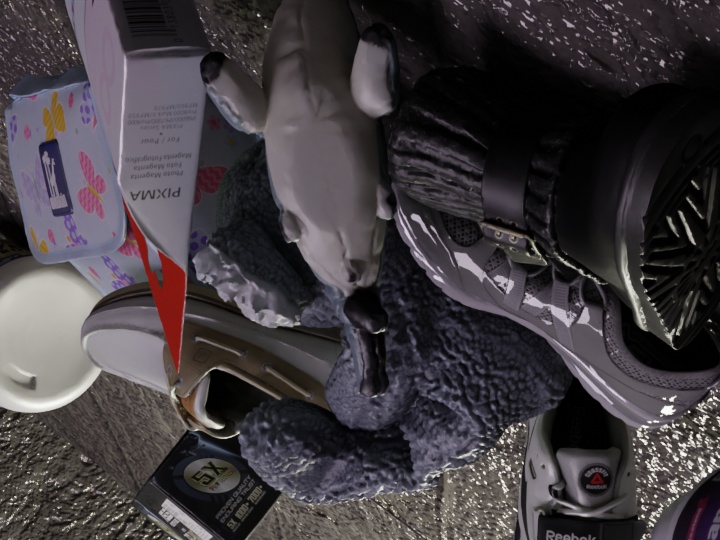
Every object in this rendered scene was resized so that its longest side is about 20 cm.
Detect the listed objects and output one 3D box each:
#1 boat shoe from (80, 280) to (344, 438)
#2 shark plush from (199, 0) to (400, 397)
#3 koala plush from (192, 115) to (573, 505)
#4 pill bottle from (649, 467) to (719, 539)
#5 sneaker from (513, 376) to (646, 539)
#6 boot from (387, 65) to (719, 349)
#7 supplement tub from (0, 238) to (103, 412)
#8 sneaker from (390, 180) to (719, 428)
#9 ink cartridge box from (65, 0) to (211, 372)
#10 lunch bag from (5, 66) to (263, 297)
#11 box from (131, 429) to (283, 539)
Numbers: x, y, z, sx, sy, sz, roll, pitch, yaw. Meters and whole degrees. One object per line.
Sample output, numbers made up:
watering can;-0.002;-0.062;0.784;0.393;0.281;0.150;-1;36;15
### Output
boat shoe;-0.085;0.057;1.452;0.200;0.068;0.075;5;141;28
shark plush;0.000;-0.043;1.176;0.083;0.091;0.200;-59;-53;-78
koala plush;0.000;0.000;1.286;0.184;0.178;0.200;-6;135;43
pill bottle;0.223;0.152;1.269;0.111;0.111;0.200;42;166;-9
sneaker;0.119;0.137;1.364;0.074;0.200;0.089;-2;158;-1
boot;0.085;-0.048;1.072;0.158;0.079;0.211;35;166;18
supplement tub;-0.332;0.046;2.285;0.144;0.144;0.200;47;164;-28
sneaker;0.105;-0.003;1.217;0.200;0.075;0.082;36;153;-15
ink cartridge box;-0.120;-0.072;1.256;0.163;0.057;0.200;-112;29;-49
lunch bag;-0.129;-0.043;1.539;0.200;0.127;0.170;48;157;-21
box;-0.089;0.136;1.909;0.086;0.164;0.200;40;167;0
